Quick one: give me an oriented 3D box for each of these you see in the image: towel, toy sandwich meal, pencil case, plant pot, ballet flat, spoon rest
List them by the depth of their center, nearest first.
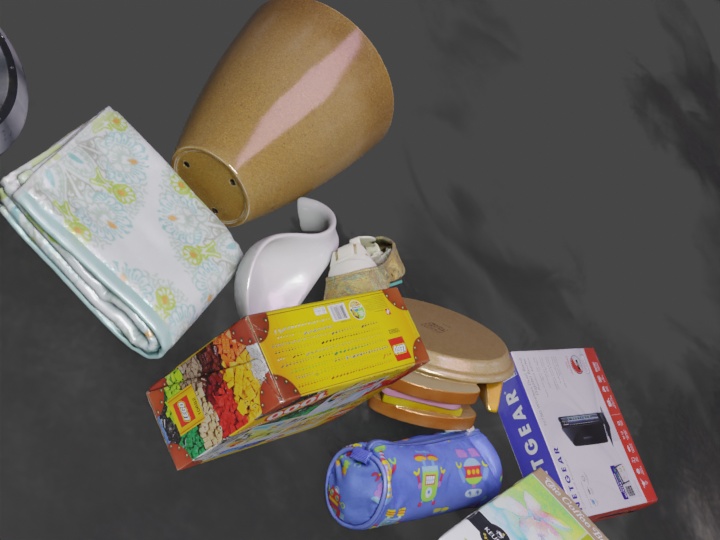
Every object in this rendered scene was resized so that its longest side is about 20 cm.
[{"bbox_3d":[-0.206,-0.039,1.035,0.200,0.048,0.171,48,38,-9],"label":"towel"},{"bbox_3d":[0.056,0.196,1.113,0.199,0.078,0.088,2,97,-47],"label":"pencil case"},{"bbox_3d":[-0.069,-0.010,1.140,0.200,0.060,0.100,-59,147,-53],"label":"spoon rest"},{"bbox_3d":[-0.094,-0.141,1.149,0.187,0.186,0.200,47,51,-9],"label":"plant pot"},{"bbox_3d":[0.000,0.000,1.178,0.071,0.070,0.200,55,16,1],"label":"ballet flat"},{"bbox_3d":[0.068,0.093,1.191,0.203,0.071,0.205,16,16,-4],"label":"toy sandwich meal"}]

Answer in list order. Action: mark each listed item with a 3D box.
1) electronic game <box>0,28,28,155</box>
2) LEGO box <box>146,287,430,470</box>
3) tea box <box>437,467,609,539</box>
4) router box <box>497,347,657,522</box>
[{"bbox_3d":[-0.369,-0.172,0.963,0.199,0.041,0.202,28,46,-33],"label":"electronic game"},{"bbox_3d":[-0.060,0.091,1.011,0.199,0.149,0.078,-10,70,-50],"label":"LEGO box"},{"bbox_3d":[0.152,0.319,1.045,0.200,0.134,0.196,46,33,18],"label":"tea box"},{"bbox_3d":[0.246,0.193,1.351,0.178,0.049,0.202,2,62,-47],"label":"router box"}]
